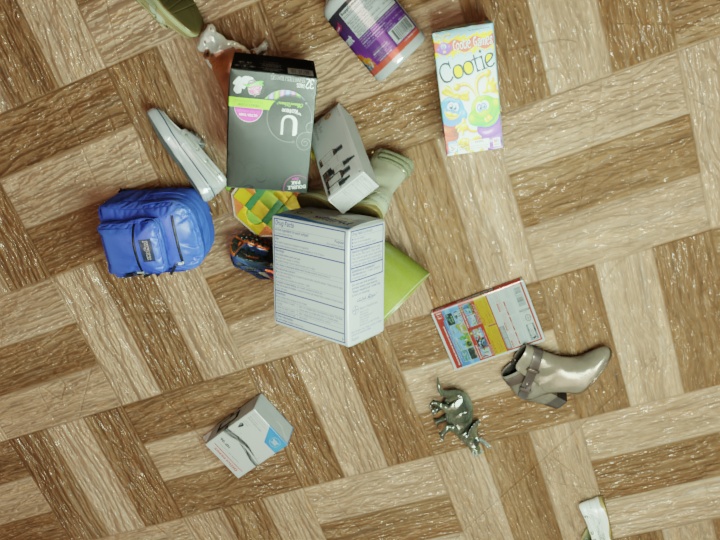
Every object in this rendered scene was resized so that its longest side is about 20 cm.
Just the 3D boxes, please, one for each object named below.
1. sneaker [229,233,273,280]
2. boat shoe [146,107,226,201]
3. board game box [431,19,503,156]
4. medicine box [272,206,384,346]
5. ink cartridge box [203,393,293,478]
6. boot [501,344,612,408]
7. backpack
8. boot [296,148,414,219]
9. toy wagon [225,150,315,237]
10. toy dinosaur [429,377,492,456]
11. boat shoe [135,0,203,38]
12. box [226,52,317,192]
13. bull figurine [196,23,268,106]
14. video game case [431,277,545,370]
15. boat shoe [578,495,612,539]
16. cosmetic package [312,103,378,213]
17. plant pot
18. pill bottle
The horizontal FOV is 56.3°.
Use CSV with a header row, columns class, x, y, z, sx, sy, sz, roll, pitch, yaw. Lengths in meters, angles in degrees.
class,x,y,z,sx,sy,sz,roll,pitch,yaw
sneaker,-0.171,-0.012,1.353,0.197,0.076,0.078,24,149,-13
boat shoe,-0.327,-0.230,1.286,0.066,0.073,0.202,-35,98,-15
board game box,0.185,-0.315,1.162,0.101,0.105,0.204,-6,111,10
medicine box,-0.056,0.005,1.166,0.180,0.102,0.204,13,109,38
ink cartridge box,-0.264,0.384,1.518,0.199,0.068,0.116,-37,103,19
boot,0.388,0.194,1.361,0.145,0.071,0.201,33,115,-9
backpack,-0.389,-0.064,1.302,0.195,0.169,0.165,-5,118,5
boot,-0.010,-0.156,1.242,0.197,0.156,0.073,9,143,37
toy wagon,-0.163,-0.161,1.301,0.155,0.040,0.200,40,111,-10
toy dinosaur,0.203,0.300,1.438,0.100,0.077,0.204,-18,104,1
boat shoe,-0.363,-0.480,1.185,0.200,0.074,0.063,40,138,-11
box,-0.155,-0.254,1.163,0.145,0.125,0.204,4,119,-9
bull figurine,-0.214,-0.350,1.216,0.119,0.065,0.203,-14,115,5
video game case,0.260,0.112,1.373,0.197,0.018,0.145,-21,108,14
boat shoe,0.532,0.603,1.514,0.068,0.071,0.204,-13,101,13
cosmetic package,-0.035,-0.201,1.186,0.082,0.202,0.051,-34,136,17
plant pot,0.000,0.000,1.288,0.200,0.187,0.187,46,111,6
pill bottle,0.007,-0.432,1.132,0.111,0.112,0.200,-38,103,19
